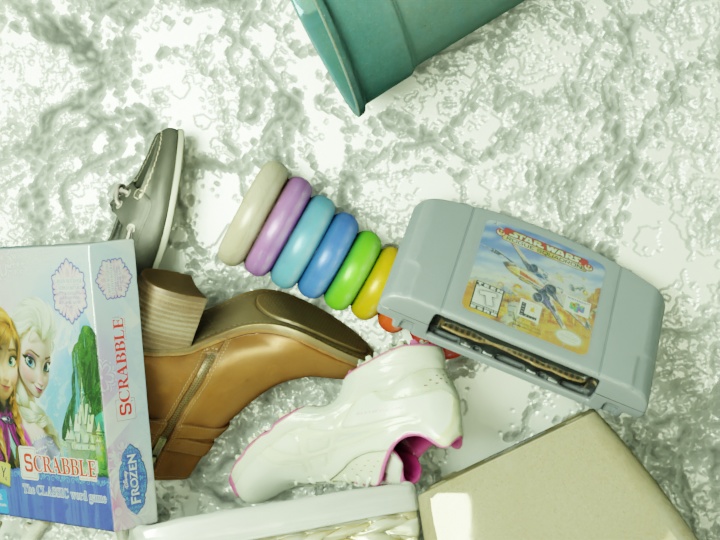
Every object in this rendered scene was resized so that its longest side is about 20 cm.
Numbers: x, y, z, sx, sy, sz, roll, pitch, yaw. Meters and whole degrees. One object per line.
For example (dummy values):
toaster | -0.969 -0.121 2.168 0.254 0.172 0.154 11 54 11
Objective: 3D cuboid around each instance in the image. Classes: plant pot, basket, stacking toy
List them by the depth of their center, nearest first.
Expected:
plant pot | 0.041 -0.239 1.258 0.196 0.200 0.200 -26 91 -3
plant pot | 0.141 0.205 1.269 0.200 0.200 0.177 -27 84 5
basket | -0.055 0.230 1.271 0.200 0.136 0.124 -7 77 -10
stacking toy | 0.000 0.000 1.325 0.200 0.085 0.085 28 95 -3

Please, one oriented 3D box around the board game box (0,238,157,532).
board game box | -0.228 0.080 1.303 0.200 0.041 0.200 -3 93 47

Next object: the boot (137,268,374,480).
boot | -0.100 0.093 1.330 0.200 0.077 0.155 12 110 -27

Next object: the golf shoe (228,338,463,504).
golf shoe | -0.011 0.131 1.308 0.200 0.075 0.092 -35 71 25

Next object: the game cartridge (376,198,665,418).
game cartridge | 0.119 0.021 1.289 0.200 0.133 0.042 22 135 -1

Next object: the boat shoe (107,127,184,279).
boat shoe | -0.177 -0.013 1.338 0.057 0.067 0.200 13 97 -12

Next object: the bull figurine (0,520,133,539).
bull figurine | -0.199 0.245 1.359 0.200 0.065 0.122 -3 86 -1
